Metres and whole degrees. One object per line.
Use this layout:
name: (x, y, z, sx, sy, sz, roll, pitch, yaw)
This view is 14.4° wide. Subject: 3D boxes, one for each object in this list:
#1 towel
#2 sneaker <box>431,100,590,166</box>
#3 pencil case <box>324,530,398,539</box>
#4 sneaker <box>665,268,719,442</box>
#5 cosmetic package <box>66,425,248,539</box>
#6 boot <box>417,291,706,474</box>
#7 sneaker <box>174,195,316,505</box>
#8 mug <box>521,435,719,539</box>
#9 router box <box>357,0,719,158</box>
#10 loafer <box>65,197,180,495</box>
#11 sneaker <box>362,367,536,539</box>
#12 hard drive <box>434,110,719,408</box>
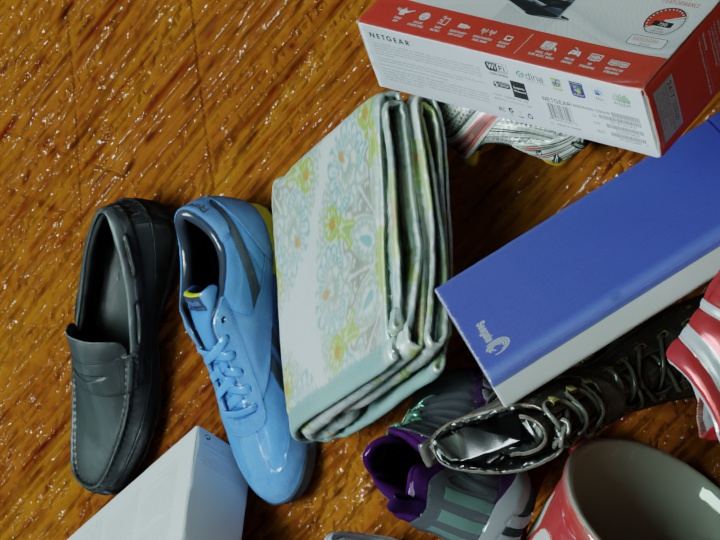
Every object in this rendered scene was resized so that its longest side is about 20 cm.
towel: (0.000, 0.000, 1.709, 0.200, 0.048, 0.172, 144, 128, -61)
sneaker: (0.129, -0.108, 1.645, 0.199, 0.078, 0.083, -7, 113, 36)
pencil case: (-0.012, 0.259, 1.747, 0.091, 0.083, 0.201, 46, 121, 51)
sneaker: (0.250, 0.075, 1.478, 0.200, 0.071, 0.113, 40, 95, -6)
cosmetic package: (-0.154, 0.215, 1.837, 0.200, 0.052, 0.151, -41, 25, 33)
boot: (0.149, 0.063, 1.547, 0.199, 0.174, 0.070, -21, 92, 41)
sneaker: (-0.082, 0.052, 1.810, 0.066, 0.078, 0.201, -15, 82, 37)
mug: (0.127, 0.201, 1.628, 0.133, 0.178, 0.200, 27, 119, -9)
router box: (0.129, -0.155, 1.574, 0.199, 0.180, 0.049, 16, 142, 38)
loafer: (-0.168, 0.050, 1.884, 0.068, 0.070, 0.202, 17, 101, 39)
sneaker: (0.040, 0.097, 1.645, 0.075, 0.087, 0.200, -66, 17, 14)
hard drive: (0.143, -0.011, 1.545, 0.199, 0.025, 0.132, -32, 24, 1)
